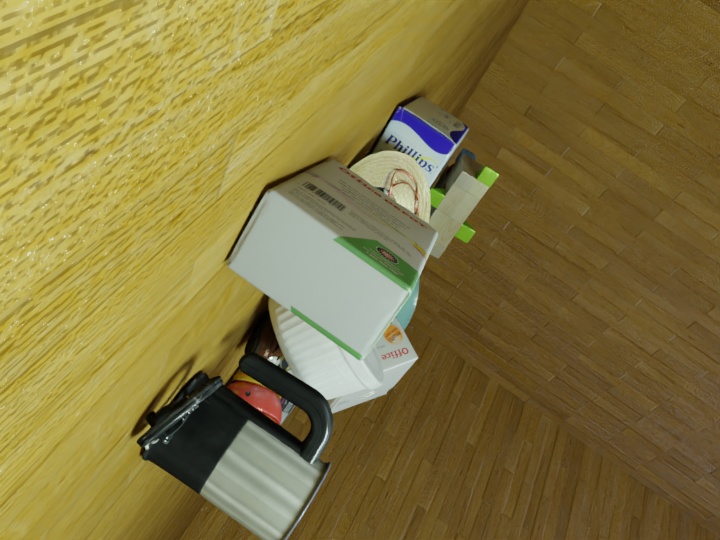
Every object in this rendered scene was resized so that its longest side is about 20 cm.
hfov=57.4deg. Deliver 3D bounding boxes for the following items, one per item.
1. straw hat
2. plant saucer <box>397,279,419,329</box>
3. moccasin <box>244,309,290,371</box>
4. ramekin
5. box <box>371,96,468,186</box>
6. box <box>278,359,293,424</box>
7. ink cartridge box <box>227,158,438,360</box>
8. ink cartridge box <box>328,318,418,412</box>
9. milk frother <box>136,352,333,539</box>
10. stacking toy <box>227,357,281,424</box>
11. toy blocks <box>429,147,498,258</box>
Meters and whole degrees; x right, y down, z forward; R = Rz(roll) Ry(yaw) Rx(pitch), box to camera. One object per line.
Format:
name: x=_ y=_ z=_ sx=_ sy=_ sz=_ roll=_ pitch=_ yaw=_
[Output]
straw hat: x=0.004 y=-0.078 z=0.947 sx=0.085 sy=0.201 sz=0.202 roll=21 pitch=-108 yaw=48
plant saucer: x=0.037 y=0.027 z=1.215 sx=0.199 sy=0.036 sz=0.203 roll=-20 pitch=-113 yaw=56
moccasin: x=-0.120 y=0.103 z=0.995 sx=0.074 sy=0.077 sz=0.201 roll=-56 pitch=178 yaw=5
ramekin: x=-0.049 y=0.082 z=0.903 sx=0.093 sy=0.204 sz=0.202 roll=-25 pitch=-178 yaw=7
box: x=0.072 y=-0.163 z=1.064 sx=0.201 sy=0.104 sz=0.184 roll=-57 pitch=178 yaw=24
box: x=-0.141 y=0.184 z=1.280 sx=0.133 sy=0.114 sz=0.200 roll=-55 pitch=177 yaw=13
ink cartridge box: x=-0.015 y=-0.023 z=0.630 sx=0.084 sy=0.144 sz=0.200 roll=-56 pitch=179 yaw=21
ink cartridge box: x=-0.026 y=0.118 z=1.139 sx=0.146 sy=0.201 sz=0.145 roll=-14 pitch=154 yaw=-32
milk frother: x=-0.133 y=0.203 z=0.711 sx=0.182 sy=0.187 sz=0.200 roll=-57 pitch=178 yaw=16
stacking toy: x=-0.178 y=0.204 z=1.084 sx=0.146 sy=0.144 sz=0.202 roll=120 pitch=-15 yaw=-60
toy blocks: x=0.151 y=-0.121 z=1.101 sx=0.201 sy=0.099 sz=0.137 roll=-57 pitch=-171 yaw=31
